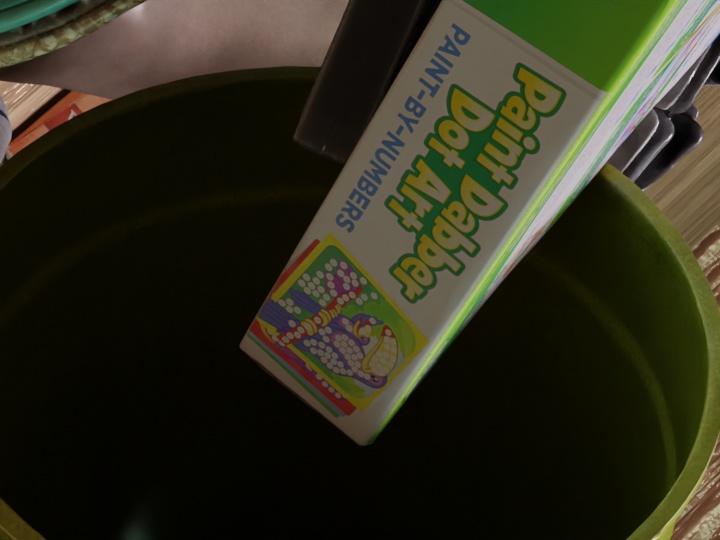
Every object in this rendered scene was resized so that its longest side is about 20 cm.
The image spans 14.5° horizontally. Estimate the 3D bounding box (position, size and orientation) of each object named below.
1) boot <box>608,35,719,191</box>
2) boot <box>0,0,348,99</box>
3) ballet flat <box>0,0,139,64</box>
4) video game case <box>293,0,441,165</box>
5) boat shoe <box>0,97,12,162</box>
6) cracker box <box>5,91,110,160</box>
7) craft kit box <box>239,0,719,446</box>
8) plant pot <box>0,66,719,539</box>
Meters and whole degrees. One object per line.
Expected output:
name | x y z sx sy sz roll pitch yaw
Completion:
boot | 0.058 -0.065 1.136 0.200 0.132 0.070 -50 169 32
boot | -0.020 -0.051 0.826 0.070 0.146 0.200 -50 169 36
ballet flat | -0.033 -0.116 0.679 0.200 0.071 0.065 -42 165 -2
video game case | 0.034 -0.116 0.700 0.200 0.019 0.143 -60 174 -70
boat shoe | -0.142 0.004 0.739 0.075 0.086 0.202 -49 169 29
cracker box | -0.058 0.017 1.005 0.058 0.134 0.200 -40 169 -13
craft kit box | 0.070 -0.078 0.651 0.198 0.048 0.200 -51 175 -42
plant pot | -0.016 0.084 0.757 0.200 0.200 0.193 -37 147 -36
